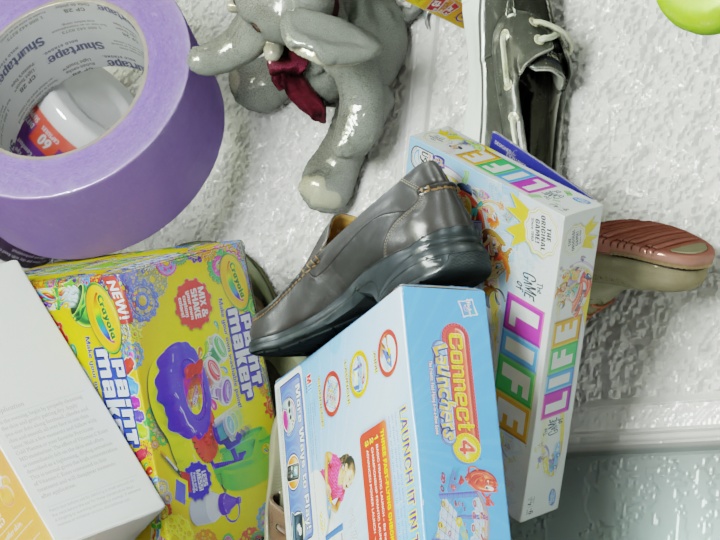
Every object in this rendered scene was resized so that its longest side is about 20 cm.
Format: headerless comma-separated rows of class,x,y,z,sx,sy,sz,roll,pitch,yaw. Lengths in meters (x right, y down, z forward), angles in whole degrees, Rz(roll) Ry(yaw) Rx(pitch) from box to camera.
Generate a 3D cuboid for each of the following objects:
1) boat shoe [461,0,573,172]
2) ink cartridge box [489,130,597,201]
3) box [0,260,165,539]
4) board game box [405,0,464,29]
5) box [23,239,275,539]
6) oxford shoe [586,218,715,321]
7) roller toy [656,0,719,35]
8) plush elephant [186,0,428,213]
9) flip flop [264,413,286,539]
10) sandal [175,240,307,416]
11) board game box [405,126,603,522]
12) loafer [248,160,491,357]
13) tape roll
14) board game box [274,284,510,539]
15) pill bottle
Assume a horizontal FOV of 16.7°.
boat shoe,0.109,-0.134,1.598,0.063,0.070,0.202,-6,79,44
ink cartridge box,0.083,0.024,1.520,0.095,0.037,0.201,37,126,37
box,-0.239,0.116,1.622,0.201,0.097,0.124,57,132,16
board game box,0.040,-0.250,1.684,0.030,0.095,0.201,-37,52,30
box,-0.166,0.094,1.701,0.192,0.122,0.202,-6,97,43
oxford shoe,0.139,0.007,1.527,0.199,0.070,0.075,4,99,49
roller toy,0.248,-0.248,1.443,0.199,0.139,0.184,-33,65,30
plush elephant,-0.044,-0.163,1.693,0.200,0.154,0.165,-46,48,24
flip flop,-0.026,0.165,1.611,0.080,0.058,0.201,-3,62,1
sandal,-0.092,0.043,1.739,0.080,0.057,0.201,-57,46,16
board game box,0.074,0.031,1.477,0.134,0.034,0.202,29,123,41
loafer,0.000,0.000,1.483,0.199,0.072,0.073,-27,70,42
tape roll,-0.202,-0.115,1.758,0.198,0.085,0.201,-7,59,12
board game box,0.017,0.134,1.447,0.196,0.055,0.202,142,127,-59
pill bottle,-0.263,-0.066,1.912,0.200,0.111,0.112,-45,49,24
